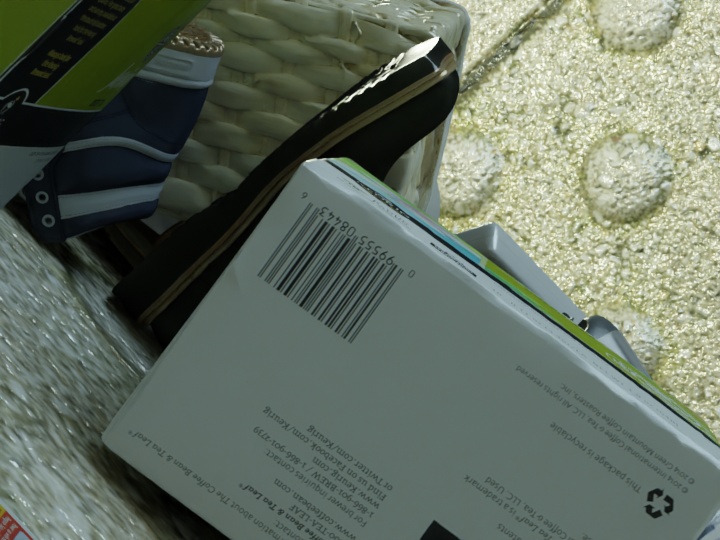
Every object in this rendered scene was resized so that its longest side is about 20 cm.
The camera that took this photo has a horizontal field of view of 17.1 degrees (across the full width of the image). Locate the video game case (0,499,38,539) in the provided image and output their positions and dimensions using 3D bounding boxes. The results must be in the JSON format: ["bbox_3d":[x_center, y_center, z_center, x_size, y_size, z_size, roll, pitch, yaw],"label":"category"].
[{"bbox_3d":[-0.113,0.076,0.616,0.200,0.017,0.143,47,5,-4],"label":"video game case"}]

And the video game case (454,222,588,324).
[{"bbox_3d":[0.044,0.059,1.226,0.200,0.181,0.023,44,41,-39],"label":"video game case"}]

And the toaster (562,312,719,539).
[{"bbox_3d":[0.093,0.114,1.140,0.113,0.200,0.129,-26,75,-40],"label":"toaster"}]

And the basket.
[{"bbox_3d":[-0.056,-0.088,1.210,0.199,0.136,0.123,14,12,4],"label":"basket"}]

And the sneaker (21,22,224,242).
[{"bbox_3d":[-0.171,-0.081,1.089,0.199,0.109,0.070,14,19,-16],"label":"sneaker"}]

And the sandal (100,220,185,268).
[{"bbox_3d":[-0.062,0.003,1.262,0.200,0.054,0.080,31,7,-34],"label":"sandal"}]

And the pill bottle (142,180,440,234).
[{"bbox_3d":[-0.040,-0.048,1.395,0.113,0.113,0.200,50,17,25],"label":"pill bottle"}]

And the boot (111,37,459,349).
[{"bbox_3d":[0.000,0.000,1.110,0.138,0.200,0.077,50,27,-2],"label":"boot"}]

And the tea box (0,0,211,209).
[{"bbox_3d":[-0.141,-0.131,0.921,0.134,0.197,0.200,48,5,2],"label":"tea box"}]

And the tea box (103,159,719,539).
[{"bbox_3d":[0.028,0.064,0.960,0.200,0.134,0.197,36,4,1],"label":"tea box"}]
